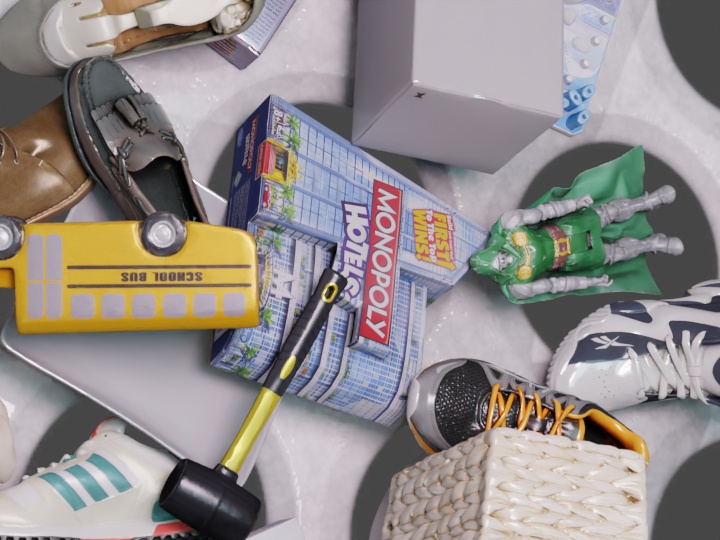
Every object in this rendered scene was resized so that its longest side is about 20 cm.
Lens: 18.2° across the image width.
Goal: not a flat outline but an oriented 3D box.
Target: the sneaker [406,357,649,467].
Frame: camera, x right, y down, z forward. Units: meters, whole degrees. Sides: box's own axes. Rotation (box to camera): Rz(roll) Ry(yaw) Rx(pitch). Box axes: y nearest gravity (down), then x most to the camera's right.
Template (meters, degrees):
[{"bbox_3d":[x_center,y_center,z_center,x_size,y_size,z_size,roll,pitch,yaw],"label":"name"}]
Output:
[{"bbox_3d":[0.122,0.110,1.608,0.199,0.077,0.079,17,79,-29],"label":"sneaker"}]

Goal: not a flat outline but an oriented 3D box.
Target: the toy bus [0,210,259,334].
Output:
[{"bbox_3d":[-0.167,0.001,1.481,0.198,0.065,0.079,-2,91,-2],"label":"toy bus"}]

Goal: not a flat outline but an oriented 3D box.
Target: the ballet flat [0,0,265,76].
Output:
[{"bbox_3d":[-0.163,-0.180,1.576,0.198,0.064,0.068,-13,104,-3],"label":"ballet flat"}]

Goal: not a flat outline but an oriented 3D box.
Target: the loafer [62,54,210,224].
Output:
[{"bbox_3d":[-0.138,-0.061,1.545,0.072,0.063,0.201,-26,93,-37],"label":"loafer"}]

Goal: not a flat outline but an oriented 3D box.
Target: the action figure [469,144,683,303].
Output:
[{"bbox_3d":[0.159,-0.021,1.680,0.199,0.055,0.119,-14,95,-38],"label":"action figure"}]

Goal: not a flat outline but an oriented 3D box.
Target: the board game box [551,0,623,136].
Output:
[{"bbox_3d":[0.119,-0.235,1.751,0.199,0.026,0.201,24,73,-16],"label":"board game box"}]

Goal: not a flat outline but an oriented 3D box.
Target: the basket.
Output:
[{"bbox_3d":[0.100,0.191,1.540,0.135,0.200,0.124,11,70,-19],"label":"basket"}]

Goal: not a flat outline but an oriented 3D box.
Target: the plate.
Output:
[{"bbox_3d":[-0.135,0.030,1.581,0.199,0.032,0.201,33,56,-13],"label":"plate"}]

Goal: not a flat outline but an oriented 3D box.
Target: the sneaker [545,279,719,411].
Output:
[{"bbox_3d":[0.247,0.070,1.684,0.198,0.129,0.080,-13,108,-27],"label":"sneaker"}]

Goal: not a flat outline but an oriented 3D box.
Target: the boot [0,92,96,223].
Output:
[{"bbox_3d":[-0.240,-0.073,1.544,0.073,0.076,0.200,30,63,32],"label":"boot"}]

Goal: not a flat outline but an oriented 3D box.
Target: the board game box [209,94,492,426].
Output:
[{"bbox_3d":[0.000,0.000,1.619,0.199,0.062,0.201,19,56,-23],"label":"board game box"}]

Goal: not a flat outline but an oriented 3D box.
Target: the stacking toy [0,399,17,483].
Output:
[{"bbox_3d":[-0.337,0.106,1.471,0.199,0.146,0.147,-24,90,-8],"label":"stacking toy"}]

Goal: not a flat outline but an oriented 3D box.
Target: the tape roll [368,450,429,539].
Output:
[{"bbox_3d":[0.101,0.220,1.658,0.201,0.037,0.205,4,80,-21],"label":"tape roll"}]

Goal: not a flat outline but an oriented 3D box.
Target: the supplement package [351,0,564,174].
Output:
[{"bbox_3d":[0.071,-0.191,1.630,0.120,0.120,0.202,11,67,-20],"label":"supplement package"}]

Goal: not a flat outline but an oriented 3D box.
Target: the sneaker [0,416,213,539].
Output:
[{"bbox_3d":[-0.194,0.151,1.546,0.198,0.070,0.094,0,64,-21],"label":"sneaker"}]

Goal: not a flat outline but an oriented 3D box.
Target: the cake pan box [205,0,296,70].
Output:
[{"bbox_3d":[-0.113,-0.279,1.655,0.199,0.052,0.185,35,68,-13],"label":"cake pan box"}]

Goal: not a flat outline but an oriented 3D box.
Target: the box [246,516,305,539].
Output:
[{"bbox_3d":[-0.079,0.295,1.572,0.155,0.041,0.201,-21,88,-24],"label":"box"}]

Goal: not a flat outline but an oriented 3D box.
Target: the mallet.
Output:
[{"bbox_3d":[-0.056,0.095,1.526,0.066,0.041,0.201,39,79,-13],"label":"mallet"}]
